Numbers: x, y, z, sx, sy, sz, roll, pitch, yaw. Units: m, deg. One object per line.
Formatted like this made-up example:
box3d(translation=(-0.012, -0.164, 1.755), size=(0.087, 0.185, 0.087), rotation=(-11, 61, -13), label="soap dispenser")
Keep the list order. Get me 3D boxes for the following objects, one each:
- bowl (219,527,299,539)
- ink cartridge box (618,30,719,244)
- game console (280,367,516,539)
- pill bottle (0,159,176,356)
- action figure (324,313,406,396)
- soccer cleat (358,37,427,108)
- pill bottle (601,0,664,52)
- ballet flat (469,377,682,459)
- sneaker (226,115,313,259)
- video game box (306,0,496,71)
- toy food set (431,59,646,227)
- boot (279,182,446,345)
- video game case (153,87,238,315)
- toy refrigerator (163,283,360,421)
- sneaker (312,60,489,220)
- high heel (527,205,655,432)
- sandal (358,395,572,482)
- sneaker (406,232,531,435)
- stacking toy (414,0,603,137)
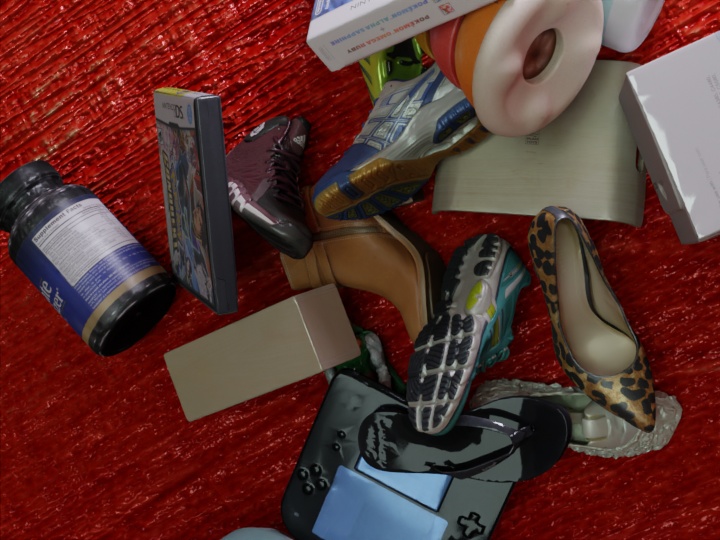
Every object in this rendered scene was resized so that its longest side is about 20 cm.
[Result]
box3d(translation=(-0.093, 0.333, 1.207), size=(0.200, 0.105, 0.202), rotation=(21, 137, 21), label="bowl")
box3d(translation=(0.329, -0.125, 0.985), size=(0.199, 0.147, 0.147), rotation=(-24, 87, 9), label="ink cartridge box")
box3d(translation=(0.033, 0.211, 1.159), size=(0.199, 0.031, 0.178), rotation=(26, 106, 12), label="game console")
box3d(translation=(-0.294, -0.017, 1.272), size=(0.200, 0.112, 0.112), rotation=(45, 108, 12), label="pill bottle")
box3d(translation=(0.008, 0.133, 1.202), size=(0.117, 0.055, 0.201), rotation=(-22, 86, 18), label="action figure")
box3d(translation=(0.008, -0.234, 1.173), size=(0.083, 0.064, 0.202), rotation=(-11, 93, 45), label="soccer cleat")
box3d(translation=(0.170, -0.277, 1.072), size=(0.199, 0.111, 0.112), rotation=(27, 104, 17), label="pill bottle")
box3d(translation=(0.193, 0.141, 1.125), size=(0.198, 0.072, 0.072), rotation=(1, 95, 20), label="ballet flat")
box3d(translation=(-0.078, -0.094, 1.165), size=(0.116, 0.076, 0.200), rotation=(-49, 38, -3), label="sneaker")
box3d(translation=(0.050, -0.277, 1.016), size=(0.181, 0.047, 0.201), rotation=(-16, 47, 30), label="video game box")
box3d(translation=(0.164, -0.117, 1.124), size=(0.198, 0.060, 0.145), rotation=(4, 85, 19), label="toy food set")
box3d(translation=(0.000, 0.000, 1.186), size=(0.154, 0.074, 0.202), rotation=(-17, 78, 21), label="boot")
box3d(translation=(-0.162, -0.073, 1.184), size=(0.025, 0.181, 0.202), rotation=(-8, 103, -21), label="video game case")
box3d(translation=(-0.098, 0.082, 1.205), size=(0.199, 0.070, 0.076), rotation=(-25, 86, 39), label="toy refrigerator")
box3d(translation=(0.035, -0.125, 1.118), size=(0.199, 0.075, 0.089), rotation=(-33, 60, 13), label="sneaker")
box3d(translation=(0.202, 0.042, 1.052), size=(0.071, 0.143, 0.201), rotation=(-27, 70, -3), label="high heel")
box3d(translation=(0.093, 0.158, 1.103), size=(0.198, 0.043, 0.077), rotation=(-7, 92, 17), label="sandal")
box3d(translation=(0.106, 0.063, 1.103), size=(0.077, 0.080, 0.201), rotation=(-6, 52, 51), label="sneaker")
box3d(translation=(0.093, -0.217, 1.036), size=(0.200, 0.146, 0.147), rotation=(38, 108, 36), label="stacking toy")
